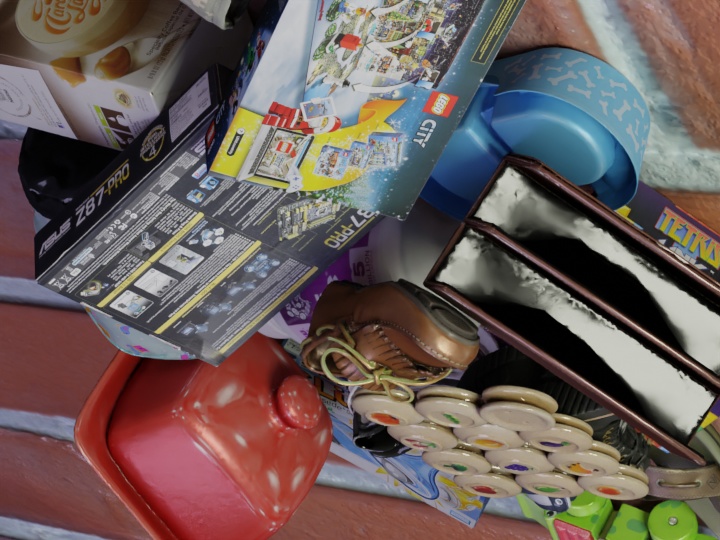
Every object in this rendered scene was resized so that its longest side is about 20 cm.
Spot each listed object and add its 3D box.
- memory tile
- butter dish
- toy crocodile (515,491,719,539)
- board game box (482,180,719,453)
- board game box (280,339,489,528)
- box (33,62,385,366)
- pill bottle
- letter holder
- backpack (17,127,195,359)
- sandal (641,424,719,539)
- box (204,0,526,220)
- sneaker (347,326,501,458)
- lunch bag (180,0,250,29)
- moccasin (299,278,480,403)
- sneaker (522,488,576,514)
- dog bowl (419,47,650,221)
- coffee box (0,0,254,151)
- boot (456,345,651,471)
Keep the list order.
[{"bbox_3d":[0.097,0.119,1.646,0.152,0.017,0.200,-2,156,31],"label":"memory tile"},{"bbox_3d":[-0.093,0.121,1.903,0.147,0.200,0.200,-22,114,36],"label":"butter dish"},{"bbox_3d":[0.207,0.208,1.916,0.199,0.062,0.068,18,150,28],"label":"toy crocodile"},{"bbox_3d":[0.193,0.031,1.656,0.165,0.057,0.200,35,152,-3],"label":"board game box"},{"bbox_3d":[0.022,0.125,1.993,0.199,0.035,0.136,27,152,8],"label":"board game box"},{"bbox_3d":[-0.096,-0.033,1.625,0.161,0.049,0.200,27,126,-32],"label":"box"},{"bbox_3d":[0.000,0.000,1.733,0.112,0.113,0.199,45,148,-25],"label":"pill bottle"},{"bbox_3d":[0.153,0.025,1.478,0.199,0.101,0.142,34,180,-6],"label":"letter holder"},{"bbox_3d":[-0.159,-0.027,1.831,0.166,0.127,0.200,9,148,29],"label":"backpack"},{"bbox_3d":[0.237,0.153,1.804,0.201,0.058,0.080,43,150,-23],"label":"sandal"},{"bbox_3d":[0.001,-0.124,1.481,0.136,0.038,0.200,12,133,-20],"label":"box"},{"bbox_3d":[-0.004,0.071,1.846,0.199,0.116,0.076,14,148,29],"label":"sneaker"},{"bbox_3d":[-0.116,-0.247,1.446,0.163,0.118,0.200,30,147,0],"label":"lunch bag"},{"bbox_3d":[0.013,0.047,1.554,0.073,0.078,0.201,35,168,-25],"label":"moccasin"},{"bbox_3d":[0.139,0.118,1.828,0.108,0.070,0.200,37,159,0],"label":"sneaker"},{"bbox_3d":[0.104,-0.086,1.562,0.111,0.050,0.199,45,149,-25],"label":"dog bowl"},{"bbox_3d":[-0.185,-0.156,1.661,0.199,0.115,0.080,14,149,27],"label":"coffee box"},{"bbox_3d":[0.174,0.098,1.669,0.138,0.078,0.200,33,158,-26],"label":"boot"}]
